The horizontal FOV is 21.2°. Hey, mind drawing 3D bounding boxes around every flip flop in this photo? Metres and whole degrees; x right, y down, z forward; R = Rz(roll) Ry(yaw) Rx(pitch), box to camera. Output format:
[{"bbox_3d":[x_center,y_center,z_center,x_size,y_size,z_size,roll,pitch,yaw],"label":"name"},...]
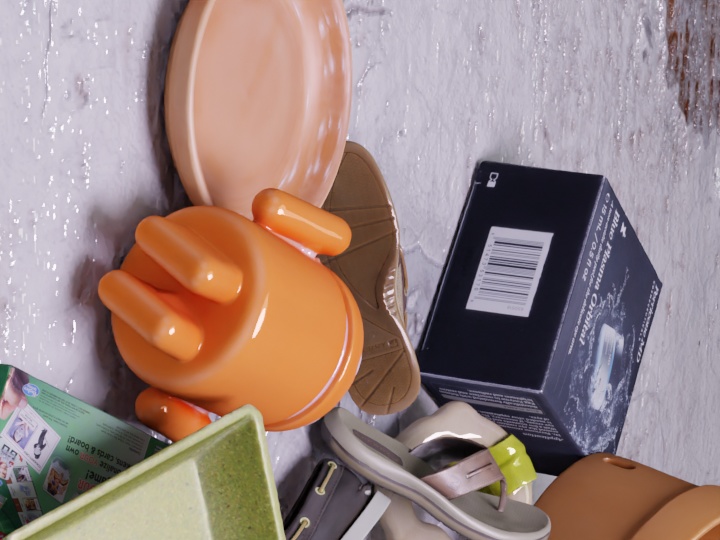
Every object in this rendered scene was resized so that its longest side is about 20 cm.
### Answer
[{"bbox_3d":[0.062,0.145,1.404,0.200,0.081,0.058,31,98,-17],"label":"flip flop"}]

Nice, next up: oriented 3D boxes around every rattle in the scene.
[{"bbox_3d":[0.038,0.204,1.510,0.130,0.143,0.200,40,74,-21],"label":"rattle"}]

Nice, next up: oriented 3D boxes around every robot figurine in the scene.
[{"bbox_3d":[-0.071,0.031,1.165,0.200,0.116,0.145,32,56,-56],"label":"robot figurine"}]

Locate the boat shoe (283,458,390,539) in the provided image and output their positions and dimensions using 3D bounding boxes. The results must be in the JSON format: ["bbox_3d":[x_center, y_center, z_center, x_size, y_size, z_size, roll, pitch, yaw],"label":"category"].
[{"bbox_3d":[-0.056,0.206,1.307,0.201,0.061,0.072,-45,173,-44],"label":"boat shoe"}]

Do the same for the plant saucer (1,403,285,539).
[{"bbox_3d":[-0.121,0.199,1.077,0.199,0.048,0.201,-27,113,-46],"label":"plant saucer"}]

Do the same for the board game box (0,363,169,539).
[{"bbox_3d":[-0.159,0.149,1.090,0.200,0.029,0.135,35,66,-47],"label":"board game box"}]

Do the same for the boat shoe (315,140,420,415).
[{"bbox_3d":[0.000,0.000,1.366,0.072,0.072,0.201,-93,169,-72],"label":"boat shoe"}]

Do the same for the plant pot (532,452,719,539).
[{"bbox_3d":[0.215,0.240,1.546,0.200,0.140,0.201,-31,139,-32],"label":"plant pot"}]

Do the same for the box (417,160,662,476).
[{"bbox_3d":[0.153,0.045,1.594,0.200,0.117,0.197,51,52,-55],"label":"box"}]

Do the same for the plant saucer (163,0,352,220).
[{"bbox_3d":[-0.068,-0.114,1.228,0.200,0.037,0.201,-20,113,-59],"label":"plant saucer"}]
